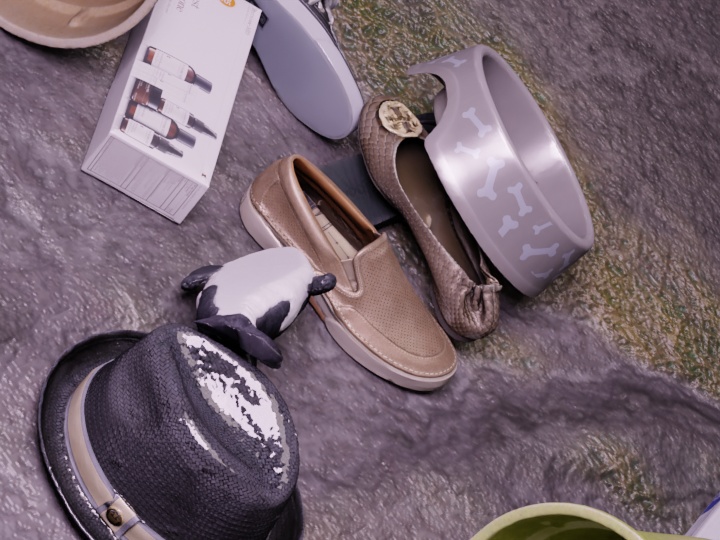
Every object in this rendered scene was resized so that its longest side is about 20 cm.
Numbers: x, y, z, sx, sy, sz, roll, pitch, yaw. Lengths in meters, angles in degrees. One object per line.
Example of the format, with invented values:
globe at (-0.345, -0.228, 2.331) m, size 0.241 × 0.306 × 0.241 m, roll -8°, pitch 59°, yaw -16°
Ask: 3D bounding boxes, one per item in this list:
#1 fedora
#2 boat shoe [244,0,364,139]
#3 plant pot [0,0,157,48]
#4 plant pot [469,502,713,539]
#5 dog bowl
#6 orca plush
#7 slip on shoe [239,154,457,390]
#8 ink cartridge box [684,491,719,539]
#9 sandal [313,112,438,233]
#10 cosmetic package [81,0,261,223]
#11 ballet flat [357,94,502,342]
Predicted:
fedora at (-0.102, 0.105, 1.455) m, size 0.200 × 0.092 × 0.201 m, roll 22°, pitch 45°, yaw -24°
boat shoe at (-0.050, -0.191, 1.760) m, size 0.068 × 0.074 × 0.200 m, roll -27°, pitch 71°, yaw -40°
plant pot at (-0.182, -0.282, 1.653) m, size 0.200 × 0.200 × 0.183 m, roll 44°, pitch 33°, yaw 0°
plant pot at (0.179, 0.246, 1.514) m, size 0.184 × 0.200 × 0.201 m, roll 1°, pitch 56°, yaw -52°
dog bowl at (0.110, -0.081, 1.745) m, size 0.200 × 0.058 × 0.200 m, roll 52°, pitch 19°, yaw -26°
orca plush at (-0.064, 0.041, 1.541) m, size 0.104 × 0.072 × 0.200 m, roll -5°, pitch 14°, yaw -6°
slip on shoe at (0.000, 0.000, 1.651) m, size 0.200 × 0.061 × 0.076 m, roll 49°, pitch 41°, yaw 5°
ink cartridge box at (0.320, 0.257, 1.712) m, size 0.200 × 0.041 × 0.199 m, roll 48°, pitch 41°, yaw 4°
sandal at (0.037, -0.077, 1.755) m, size 0.075 × 0.048 × 0.200 m, roll 50°, pitch 41°, yaw 7°
cosmetic package at (-0.132, -0.133, 1.663) m, size 0.082 × 0.051 × 0.201 m, roll 30°, pitch 43°, yaw -17°
ballet flat at (0.055, -0.044, 1.695) m, size 0.067 × 0.046 × 0.201 m, roll -10°, pitch 71°, yaw -35°
